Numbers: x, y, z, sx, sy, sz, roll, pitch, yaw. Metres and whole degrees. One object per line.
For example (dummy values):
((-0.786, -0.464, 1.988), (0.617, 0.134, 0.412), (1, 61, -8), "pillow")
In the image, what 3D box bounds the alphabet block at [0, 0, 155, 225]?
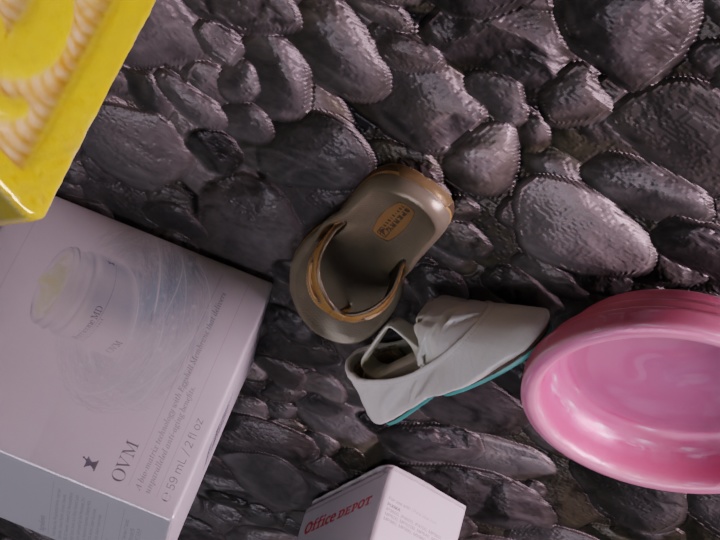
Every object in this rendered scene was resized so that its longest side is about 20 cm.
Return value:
((-0.266, -0.146, 1.010), (0.199, 0.196, 0.197), (-7, 139, 36), "alphabet block")

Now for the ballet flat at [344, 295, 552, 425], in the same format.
((0.050, 0.054, 1.235), (0.069, 0.070, 0.200), (34, 147, -18), "ballet flat")

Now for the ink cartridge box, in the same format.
((-0.005, 0.275, 1.448), (0.084, 0.201, 0.145), (28, 147, -20), "ink cartridge box")

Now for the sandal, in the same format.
((0.000, 0.000, 1.186), (0.080, 0.054, 0.200), (27, 147, -8), "sandal")

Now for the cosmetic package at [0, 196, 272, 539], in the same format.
((-0.192, 0.078, 1.277), (0.198, 0.200, 0.123), (21, 148, 1), "cosmetic package")

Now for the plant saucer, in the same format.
((0.205, 0.075, 1.164), (0.199, 0.051, 0.201), (10, 147, 7), "plant saucer")
